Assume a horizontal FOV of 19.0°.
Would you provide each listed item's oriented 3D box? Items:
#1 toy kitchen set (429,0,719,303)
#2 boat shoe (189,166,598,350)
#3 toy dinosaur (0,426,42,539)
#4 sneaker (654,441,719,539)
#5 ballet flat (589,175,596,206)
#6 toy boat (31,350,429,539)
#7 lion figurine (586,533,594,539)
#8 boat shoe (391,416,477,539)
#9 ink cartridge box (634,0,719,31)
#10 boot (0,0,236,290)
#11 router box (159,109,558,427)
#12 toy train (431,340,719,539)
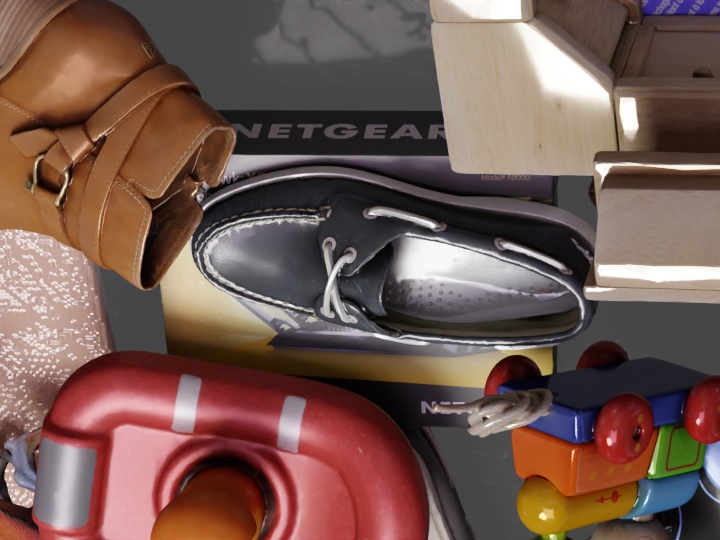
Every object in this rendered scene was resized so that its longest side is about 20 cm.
[{"bbox_3d":[0.122,-0.105,0.873,0.200,0.163,0.181,2,126,17],"label":"toy kitchen set"},{"bbox_3d":[0.014,-0.003,1.012,0.200,0.060,0.076,0,120,7],"label":"boat shoe"},{"bbox_3d":[-0.159,0.180,1.160,0.105,0.200,0.182,-27,83,37],"label":"toy dinosaur"},{"bbox_3d":[0.173,0.151,1.139,0.078,0.070,0.200,-9,120,4],"label":"sneaker"},{"bbox_3d":[0.201,0.001,1.042,0.200,0.067,0.046,20,97,-11],"label":"ballet flat"},{"bbox_3d":[-0.067,0.119,1.043,0.200,0.131,0.131,9,104,3],"label":"toy boat"},{"bbox_3d":[0.111,0.213,1.178,0.072,0.123,0.200,3,105,-9],"label":"lion figurine"},{"bbox_3d":[0.037,0.150,1.170,0.067,0.057,0.200,-6,125,17],"label":"boat shoe"},{"bbox_3d":[0.163,-0.152,0.957,0.200,0.043,0.198,30,129,-6],"label":"ink cartridge box"},{"bbox_3d":[-0.151,-0.034,1.031,0.155,0.074,0.200,39,120,23],"label":"boot"},{"bbox_3d":[0.000,0.000,1.082,0.200,0.052,0.157,0,120,7],"label":"router box"},{"bbox_3d":[0.091,0.105,1.018,0.085,0.200,0.116,17,106,42],"label":"toy train"}]
